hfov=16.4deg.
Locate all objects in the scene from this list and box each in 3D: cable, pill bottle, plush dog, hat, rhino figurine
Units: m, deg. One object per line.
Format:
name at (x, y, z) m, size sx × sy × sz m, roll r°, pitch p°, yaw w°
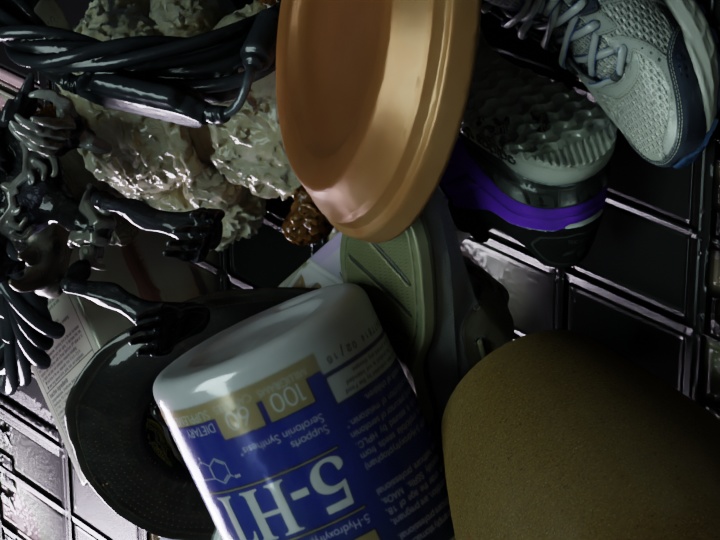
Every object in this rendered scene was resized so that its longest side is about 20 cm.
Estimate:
cable at (-0.111, -0.156, 1.325) m, size 0.199 × 0.164 × 0.051 m, roll 14°, pitch 150°, yaw 26°
pill bottle at (-0.011, 0.120, 1.254) m, size 0.119 × 0.119 × 0.201 m, roll -14°, pitch 104°, yaw 55°
plush dog at (-0.078, -0.098, 1.384) m, size 0.171 × 0.160 × 0.202 m, roll -2°, pitch 104°, yaw 30°
cable at (-0.238, -0.002, 1.545) m, size 0.164 × 0.051 × 0.200 m, roll 54°, pitch 150°, yaw 13°
hat at (-0.064, 0.059, 1.380) m, size 0.081 × 0.199 × 0.201 m, roll -96°, pitch 18°, yaw -50°
rhino figurine at (-0.165, -0.057, 1.460) m, size 0.059 × 0.201 × 0.088 m, roll -5°, pitch 128°, yaw 29°

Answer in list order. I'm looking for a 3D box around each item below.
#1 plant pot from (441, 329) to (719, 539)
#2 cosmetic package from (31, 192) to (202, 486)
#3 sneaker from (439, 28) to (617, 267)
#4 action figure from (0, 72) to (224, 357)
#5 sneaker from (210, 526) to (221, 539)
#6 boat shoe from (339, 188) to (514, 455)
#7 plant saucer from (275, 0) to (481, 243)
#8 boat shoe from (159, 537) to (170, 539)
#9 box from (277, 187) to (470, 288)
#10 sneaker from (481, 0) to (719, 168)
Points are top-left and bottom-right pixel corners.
plant pot at (0.121, 0.125, 1.181) m, size 0.200 × 0.185 × 0.187 m, roll 59°, pitch 145°, yaw 42°
cosmetic package at (-0.163, 0.019, 1.576) m, size 0.103 × 0.087 × 0.201 m, roll -38°, pitch 74°, yaw 55°
sneaker at (0.053, -0.066, 1.265) m, size 0.200 × 0.069 × 0.100 m, roll 44°, pitch 151°, yaw 42°
action figure at (-0.165, -0.034, 1.292) m, size 0.199 × 0.102 × 0.120 m, roll 24°, pitch 93°, yaw 30°
sneaker at (-0.015, 0.200, 1.342) m, size 0.090 × 0.078 × 0.201 m, roll 4°, pitch 117°, yaw 52°
boat shoe at (0.038, 0.022, 1.283) m, size 0.075 × 0.068 × 0.201 m, roll 46°, pitch 154°, yaw 36°
plant saucer at (0.002, -0.115, 1.185) m, size 0.200 × 0.037 × 0.202 m, roll -175°, pitch 90°, yaw -68°
boat shoe at (-0.066, 0.119, 1.496) m, size 0.075 × 0.085 × 0.203 m, roll -135°, pitch 47°, yaw -59°
box at (0.000, 0.000, 1.388) m, size 0.200 × 0.041 × 0.039 m, roll -40°, pitch 72°, yaw 53°
sneaker at (0.093, -0.130, 1.169) m, size 0.201 × 0.085 × 0.077 m, roll 61°, pitch 143°, yaw 15°
